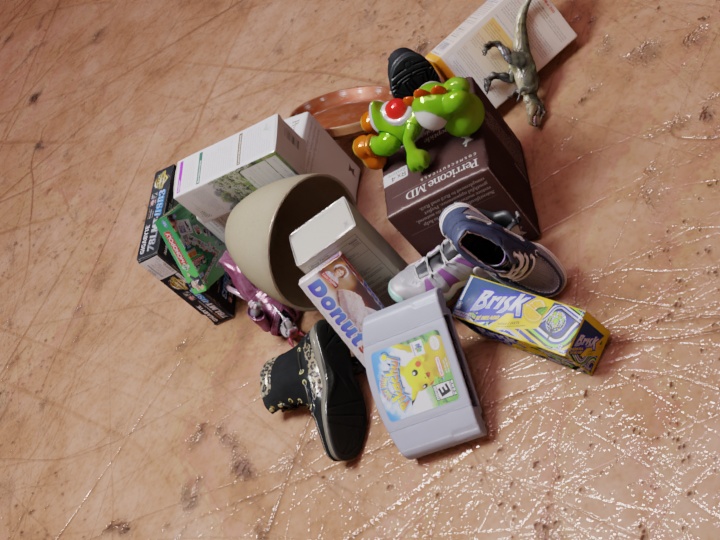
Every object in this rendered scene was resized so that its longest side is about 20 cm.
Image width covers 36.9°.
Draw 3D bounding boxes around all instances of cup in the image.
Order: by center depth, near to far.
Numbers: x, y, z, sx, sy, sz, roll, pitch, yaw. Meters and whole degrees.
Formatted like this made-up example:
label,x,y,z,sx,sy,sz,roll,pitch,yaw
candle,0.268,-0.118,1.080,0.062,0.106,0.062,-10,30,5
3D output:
label,x,y,z,sx,sy,sz,roll,pitch,yaw
cup,-0.116,-0.050,1.599,0.143,0.200,0.201,11,65,40

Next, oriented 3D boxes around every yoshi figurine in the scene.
label,x,y,z,sx,sy,sz,roll,pitch,yaw
yoshi figurine,0.090,-0.199,1.472,0.112,0.113,0.200,-25,4,-43

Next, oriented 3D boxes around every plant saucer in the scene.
label,x,y,z,sx,sy,sz,roll,pitch,yaw
plant saucer,-0.024,-0.268,1.850,0.199,0.032,0.200,-10,26,5

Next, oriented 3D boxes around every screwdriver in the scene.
label,x,y,z,sx,sy,sz,roll,pitch,yaw
screwdriver,0.036,0.117,1.534,0.200,0.028,0.029,-25,73,27

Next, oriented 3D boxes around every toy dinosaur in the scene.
label,x,y,z,sx,sy,sz,roll,pitch,yaw
toy dinosaur,0.230,-0.314,1.638,0.088,0.201,0.047,-7,5,0

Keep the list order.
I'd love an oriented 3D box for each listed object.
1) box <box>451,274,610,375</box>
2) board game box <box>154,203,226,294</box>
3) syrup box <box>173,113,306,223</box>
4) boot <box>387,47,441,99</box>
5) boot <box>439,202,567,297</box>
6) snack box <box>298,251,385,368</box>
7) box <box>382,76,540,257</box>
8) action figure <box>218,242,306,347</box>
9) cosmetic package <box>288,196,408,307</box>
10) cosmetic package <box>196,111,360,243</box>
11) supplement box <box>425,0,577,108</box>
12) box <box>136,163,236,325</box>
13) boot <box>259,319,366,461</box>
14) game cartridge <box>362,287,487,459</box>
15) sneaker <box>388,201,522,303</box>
label,x,y,z,sx,sy,sz,roll,pitch,yaw
box,0.216,0.068,1.390,0.200,0.070,0.064,18,78,47
board game box,-0.252,-0.061,1.784,0.029,0.135,0.200,-20,15,26
syrup box,-0.186,-0.154,1.657,0.199,0.079,0.082,-21,49,27
boot,0.078,-0.306,1.721,0.076,0.200,0.168,-34,47,7
boot,0.189,-0.009,1.377,0.073,0.200,0.090,-57,19,16
snack box,0.004,0.071,1.478,0.072,0.200,0.024,-34,16,13
box,0.139,-0.133,1.552,0.165,0.164,0.201,-25,44,22
action figure,-0.155,0.048,1.701,0.200,0.134,0.149,57,139,24
cosmetic package,0.000,0.000,1.532,0.103,0.200,0.073,-34,40,12
cosmetic package,-0.132,-0.128,1.777,0.199,0.165,0.165,-14,50,31
supplement box,0.219,-0.351,1.688,0.200,0.126,0.074,-41,18,4
box,-0.279,-0.043,1.806,0.050,0.199,0.201,-20,47,25
boot,-0.071,0.190,1.542,0.154,0.073,0.204,-33,59,42
game cartridge,0.076,0.138,1.408,0.133,0.040,0.201,-24,76,28
sneaker,0.126,-0.034,1.455,0.199,0.140,0.078,-19,46,-6
